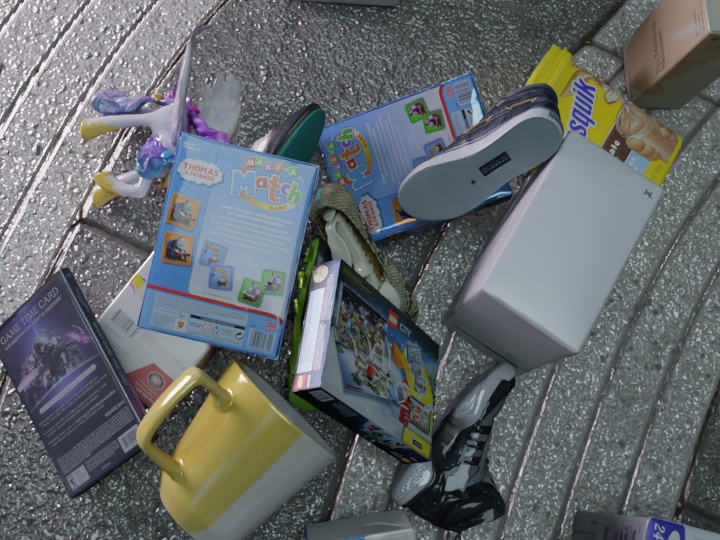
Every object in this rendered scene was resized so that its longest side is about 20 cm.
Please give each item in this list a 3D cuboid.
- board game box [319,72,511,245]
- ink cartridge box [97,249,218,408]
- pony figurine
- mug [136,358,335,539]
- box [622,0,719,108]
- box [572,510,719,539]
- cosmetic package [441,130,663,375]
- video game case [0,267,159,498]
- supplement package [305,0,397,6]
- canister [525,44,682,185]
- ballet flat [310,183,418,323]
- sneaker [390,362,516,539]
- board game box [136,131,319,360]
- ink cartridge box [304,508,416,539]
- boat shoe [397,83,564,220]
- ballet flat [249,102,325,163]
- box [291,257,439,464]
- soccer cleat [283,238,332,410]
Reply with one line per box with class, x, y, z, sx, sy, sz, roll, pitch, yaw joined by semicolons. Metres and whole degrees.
board game box;0.061;-0.126;0.943;0.196;0.037;0.154;-18;80;6
ink cartridge box;-0.194;0.039;0.877;0.116;0.068;0.201;39;87;3
pony figurine;-0.212;-0.159;0.905;0.195;0.167;0.198;1;80;13
mug;-0.141;0.188;0.831;0.186;0.149;0.154;44;85;-10
box;0.399;-0.279;0.966;0.076;0.200;0.097;-1;77;-7
box;0.343;0.329;0.835;0.196;0.184;0.107;15;75;-3
cosmetic package;0.203;-0.010;0.883;0.122;0.200;0.201;32;75;1
video game case;-0.307;0.121;0.844;0.142;0.019;0.202;-35;81;27
supplement package;-0.017;-0.460;0.979;0.147;0.152;0.205;2;77;-6
canister;0.279;-0.160;0.985;0.198;0.087;0.150;34;76;0
ballet flat;0.000;0.000;0.888;0.067;0.076;0.202;-23;111;21
sneaker;0.131;0.208;0.894;0.114;0.076;0.201;41;82;3
board game box;-0.135;-0.025;0.825;0.148;0.037;0.205;13;91;-4
ink cartridge box;0.008;0.367;0.834;0.113;0.067;0.205;-6;92;-7
boat shoe;0.132;-0.128;0.875;0.071;0.198;0.092;51;31;-23
ballet flat;-0.109;-0.108;0.925;0.072;0.073;0.204;23;92;-1
box;0.014;0.099;0.826;0.037;0.200;0.139;-15;51;32
soccer cleat;-0.038;0.061;0.875;0.079;0.068;0.204;3;113;-9
